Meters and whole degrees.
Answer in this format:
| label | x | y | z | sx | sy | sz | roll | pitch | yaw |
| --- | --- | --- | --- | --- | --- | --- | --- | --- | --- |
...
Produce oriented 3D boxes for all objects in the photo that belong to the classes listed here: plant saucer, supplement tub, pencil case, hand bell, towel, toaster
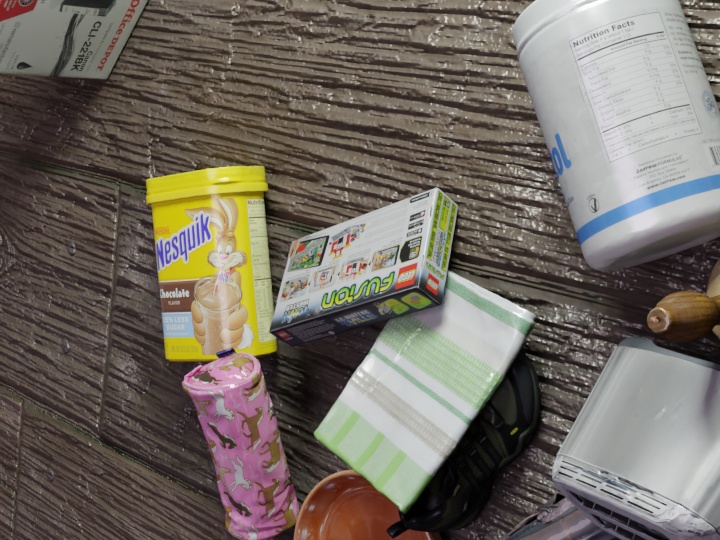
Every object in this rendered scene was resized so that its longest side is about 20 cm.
| label | x | y | z | sx | sy | sz | roll | pitch | yaw |
| --- | --- | --- | --- | --- | --- | --- | --- | --- | --- |
| plant saucer | 0.012 | 0.300 | 1.087 | 0.199 | 0.032 | 0.204 | 4 | 95 | 42 |
| supplement tub | 0.204 | -0.113 | 0.824 | 0.131 | 0.131 | 0.203 | -26 | 75 | 39 |
| pencil case | -0.122 | 0.185 | 1.125 | 0.086 | 0.082 | 0.202 | -139 | 33 | -62 |
| hand bell | 0.250 | 0.029 | 0.746 | 0.103 | 0.199 | 0.106 | 4 | 96 | 40 |
| towel | 0.052 | 0.095 | 0.960 | 0.201 | 0.031 | 0.149 | -55 | 39 | -5 |
| toaster | 0.229 | 0.135 | 0.790 | 0.130 | 0.114 | 0.199 | -53 | 34 | -14 |

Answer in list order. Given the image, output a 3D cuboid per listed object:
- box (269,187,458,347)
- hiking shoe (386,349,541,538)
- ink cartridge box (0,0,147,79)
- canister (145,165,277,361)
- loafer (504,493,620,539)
| label | x | y | z | sx | sy | sz | roll | pitch | yaw |
| --- | --- | --- | --- | --- | --- | --- | --- | --- | --- |
| box | 0.000 | 0.000 | 1.041 | 0.198 | 0.035 | 0.111 | -18 | 49 | 41 |
| hiking shoe | 0.092 | 0.158 | 0.961 | 0.075 | 0.100 | 0.202 | 35 | 115 | 32 |
| ink cartridge box | -0.365 | -0.308 | 1.270 | 0.084 | 0.199 | 0.145 | 51 | 123 | 21 |
| canister | -0.162 | -0.005 | 1.186 | 0.147 | 0.086 | 0.203 | -4 | 92 | 40 |
| loafer | 0.190 | 0.208 | 0.910 | 0.199 | 0.071 | 0.064 | -31 | 53 | 32 |
